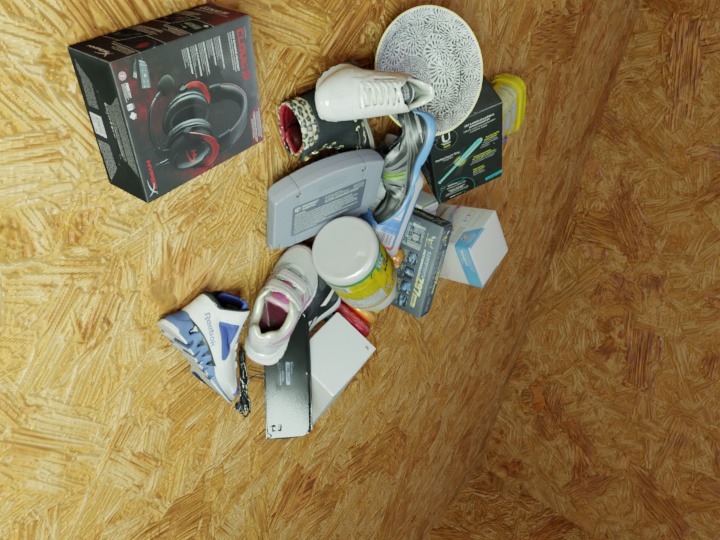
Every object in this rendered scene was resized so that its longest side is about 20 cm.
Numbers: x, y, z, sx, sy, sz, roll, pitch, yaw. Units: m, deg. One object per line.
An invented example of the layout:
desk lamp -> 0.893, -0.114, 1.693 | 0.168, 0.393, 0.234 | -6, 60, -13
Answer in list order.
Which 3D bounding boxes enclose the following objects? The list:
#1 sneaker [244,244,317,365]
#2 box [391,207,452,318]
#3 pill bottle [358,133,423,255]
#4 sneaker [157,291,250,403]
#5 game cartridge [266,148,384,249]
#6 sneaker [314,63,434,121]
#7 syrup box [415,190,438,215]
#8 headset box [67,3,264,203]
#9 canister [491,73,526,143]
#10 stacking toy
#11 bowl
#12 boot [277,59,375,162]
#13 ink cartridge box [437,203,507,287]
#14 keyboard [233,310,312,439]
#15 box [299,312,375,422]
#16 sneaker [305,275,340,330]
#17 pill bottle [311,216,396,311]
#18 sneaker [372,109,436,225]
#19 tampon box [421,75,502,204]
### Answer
sneaker -> -0.116, 0.044, 0.899 | 0.088, 0.080, 0.203 | 114, -5, -66
box -> 0.089, -0.027, 1.180 | 0.051, 0.156, 0.204 | -21, 129, -52
pill bottle -> 0.051, -0.140, 1.069 | 0.112, 0.111, 0.203 | 6, 107, -61
sneaker -> -0.202, 0.100, 0.844 | 0.115, 0.080, 0.201 | -48, 147, -26
game cartridge -> -0.056, -0.114, 0.892 | 0.198, 0.042, 0.134 | -26, 148, -26
sneaker -> 0.020, -0.252, 0.821 | 0.198, 0.080, 0.078 | -24, 124, -40
syrup box -> 0.104, -0.068, 1.255 | 0.078, 0.081, 0.203 | -27, 135, -47
headset box -> -0.190, -0.190, 0.632 | 0.200, 0.074, 0.151 | -41, 144, -39
canister -> 0.314, -0.355, 1.395 | 0.201, 0.086, 0.150 | -49, 149, -26
stacking toy -> 0.015, 0.038, 1.120 | 0.201, 0.109, 0.116 | -52, 153, -3
bowl -> 0.099, -0.332, 0.983 | 0.197, 0.094, 0.205 | -4, 102, -20
boot -> -0.051, -0.198, 0.888 | 0.153, 0.073, 0.206 | -40, 142, -33
ink cartridge box -> 0.220, -0.065, 1.363 | 0.129, 0.198, 0.126 | -50, 132, -25
keyboard -> -0.141, 0.167, 0.929 | 0.021, 0.124, 0.204 | 137, -49, -77
box -> -0.071, 0.189, 1.054 | 0.124, 0.097, 0.201 | -43, 171, -36
sneaker -> -0.113, 0.057, 0.993 | 0.200, 0.072, 0.113 | -45, 139, -39
pill bottle -> 0.000, 0.000, 0.978 | 0.114, 0.112, 0.200 | -59, 155, -11
sneaker -> 0.059, -0.170, 0.954 | 0.071, 0.081, 0.202 | -85, -167, -59
tampon box -> 0.183, -0.262, 1.120 | 0.148, 0.128, 0.201 | -23, 146, -1
